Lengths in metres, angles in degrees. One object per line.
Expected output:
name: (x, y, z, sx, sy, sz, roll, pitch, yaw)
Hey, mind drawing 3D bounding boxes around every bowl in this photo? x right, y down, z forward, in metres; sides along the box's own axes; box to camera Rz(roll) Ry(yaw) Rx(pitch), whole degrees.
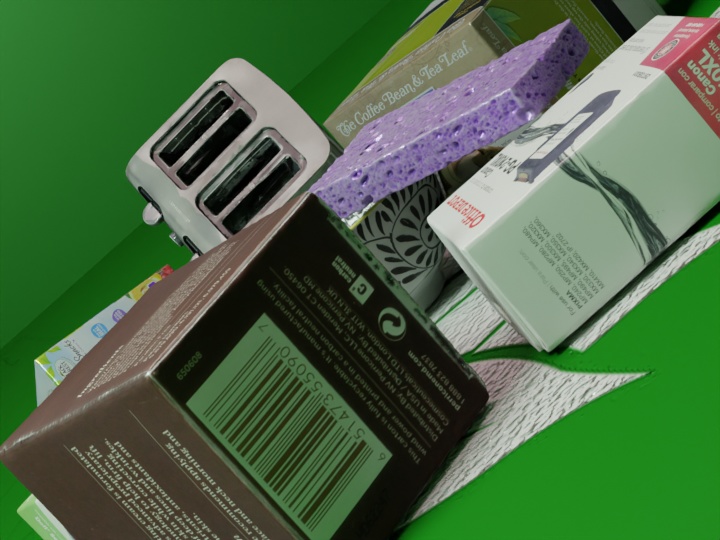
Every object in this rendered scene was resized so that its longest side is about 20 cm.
bowl: (0.000, 0.000, 1.406, 0.200, 0.094, 0.201, -39, 11, 9)

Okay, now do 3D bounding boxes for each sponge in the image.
sponge: (0.057, -0.099, 1.291, 0.199, 0.030, 0.112, -26, 16, 40)

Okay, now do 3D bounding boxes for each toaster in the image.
toaster: (-0.095, -0.080, 1.787, 0.200, 0.181, 0.119, -45, -34, 0)

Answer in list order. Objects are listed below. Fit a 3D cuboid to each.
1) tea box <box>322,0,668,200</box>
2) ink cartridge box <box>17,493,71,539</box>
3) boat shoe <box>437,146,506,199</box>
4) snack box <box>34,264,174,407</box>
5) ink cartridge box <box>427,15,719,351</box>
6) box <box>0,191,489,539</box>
tea box: (0.110, -0.160, 1.540, 0.200, 0.134, 0.197, -29, 16, 50)
ink cartridge box: (-0.171, 0.152, 1.481, 0.117, 0.067, 0.200, -48, 12, -36)
boat shoe: (0.099, -0.053, 1.363, 0.066, 0.074, 0.200, -27, 13, 5)
snack box: (-0.207, 0.095, 1.628, 0.142, 0.053, 0.200, -39, -17, -24)
ink cartridge box: (0.145, -0.056, 1.139, 0.200, 0.084, 0.145, -42, 10, 1)
box: (-0.069, 0.089, 1.107, 0.200, 0.166, 0.164, -27, 19, 51)
